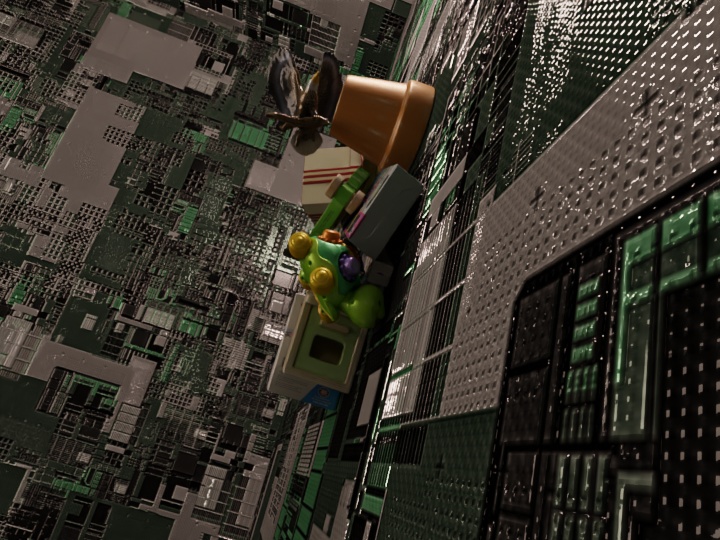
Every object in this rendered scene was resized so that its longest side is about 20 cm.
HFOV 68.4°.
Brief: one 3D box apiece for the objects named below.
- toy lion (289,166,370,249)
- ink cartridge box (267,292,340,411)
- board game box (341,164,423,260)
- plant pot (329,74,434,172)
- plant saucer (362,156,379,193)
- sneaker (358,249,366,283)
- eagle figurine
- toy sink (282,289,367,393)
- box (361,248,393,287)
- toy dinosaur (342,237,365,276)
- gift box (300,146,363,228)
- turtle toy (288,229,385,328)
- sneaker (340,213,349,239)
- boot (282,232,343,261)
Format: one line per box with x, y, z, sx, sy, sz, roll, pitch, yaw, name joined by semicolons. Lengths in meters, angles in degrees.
-0.049;-0.115;1.055;0.201;0.068;0.192;-54;2;12;toy lion
-0.098;0.166;1.119;0.145;0.145;0.204;149;139;-81;ink cartridge box
0.034;-0.109;0.957;0.149;0.064;0.200;-55;8;4;board game box
0.037;-0.317;1.119;0.200;0.180;0.204;-162;90;-83;plant pot
0.037;-0.214;1.272;0.200;0.030;0.205;3;-90;-78;plant saucer
0.017;-0.063;1.173;0.086;0.076;0.204;-137;57;-70;sneaker
-0.112;-0.363;1.109;0.149;0.151;0.203;-28;47;24;eagle figurine
-0.057;0.110;1.000;0.112;0.128;0.204;144;145;-79;toy sink
0.030;-0.016;0.993;0.200;0.041;0.039;-104;33;-77;box
-0.029;-0.030;1.122;0.200;0.047;0.090;-164;58;-76;toy dinosaur
-0.045;-0.231;1.396;0.185;0.183;0.205;52;-141;-72;gift box
-0.037;0.017;0.878;0.201;0.100;0.147;55;167;26;turtle toy
-0.012;-0.083;1.331;0.201;0.073;0.108;73;-157;-61;sneaker
-0.125;-0.073;1.454;0.201;0.136;0.078;-77;11;-65;boot
